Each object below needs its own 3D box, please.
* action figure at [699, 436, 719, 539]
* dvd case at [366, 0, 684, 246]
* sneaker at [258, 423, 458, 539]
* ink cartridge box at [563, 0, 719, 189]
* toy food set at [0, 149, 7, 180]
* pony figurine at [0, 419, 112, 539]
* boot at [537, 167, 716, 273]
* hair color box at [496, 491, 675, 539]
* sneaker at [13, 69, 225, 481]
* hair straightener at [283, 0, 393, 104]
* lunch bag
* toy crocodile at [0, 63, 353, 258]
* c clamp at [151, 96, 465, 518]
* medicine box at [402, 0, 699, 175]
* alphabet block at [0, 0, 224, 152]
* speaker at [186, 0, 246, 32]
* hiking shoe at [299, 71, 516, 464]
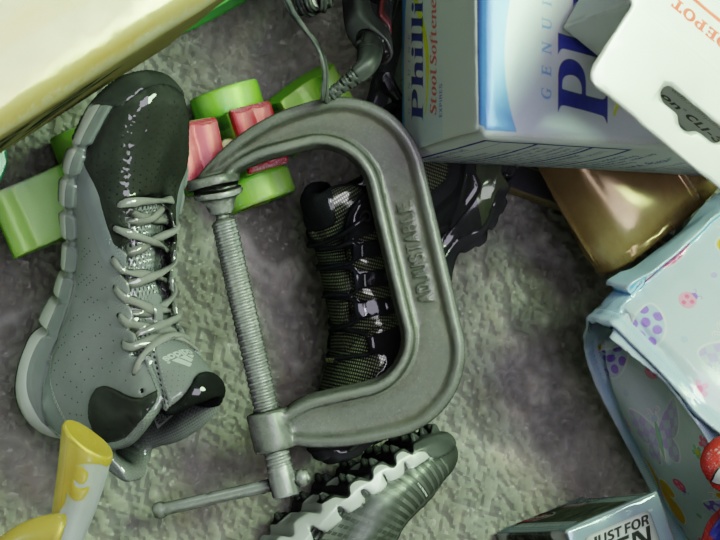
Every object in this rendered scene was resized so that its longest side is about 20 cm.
[{"bbox_3d":[0.202,0.172,1.191,0.099,0.065,0.200,-34,117,-7],"label":"action figure"},{"bbox_3d":[0.107,-0.113,1.327,0.199,0.016,0.149,18,78,-16],"label":"dvd case"},{"bbox_3d":[-0.017,0.164,1.222,0.200,0.066,0.091,-39,99,-16],"label":"sneaker"},{"bbox_3d":[0.180,-0.135,1.139,0.116,0.067,0.200,37,71,-17],"label":"ink cartridge box"},{"bbox_3d":[-0.261,-0.113,1.177,0.197,0.049,0.201,-4,84,-20],"label":"toy food set"},{"bbox_3d":[-0.130,0.200,1.108,0.193,0.167,0.200,37,105,-10],"label":"pony figurine"},{"bbox_3d":[0.139,-0.128,1.303,0.175,0.066,0.200,-37,97,-15],"label":"boot"},{"bbox_3d":[0.147,0.222,1.252,0.060,0.099,0.201,-19,89,-20],"label":"hair color box"},{"bbox_3d":[-0.097,0.012,1.144,0.075,0.115,0.201,-7,122,-43],"label":"sneaker"},{"bbox_3d":[-0.016,-0.163,1.229,0.077,0.041,0.201,24,46,-17],"label":"hair straightener"},{"bbox_3d":[0.226,0.054,1.270,0.169,0.127,0.201,-38,113,-21],"label":"lunch bag"},{"bbox_3d":[-0.095,-0.056,1.222,0.199,0.062,0.068,-18,89,-20],"label":"toy crocodile"},{"bbox_3d":[-0.036,0.017,1.186,0.170,0.027,0.201,-7,91,8],"label":"c clamp"},{"bbox_3d":[0.127,-0.147,1.209,0.199,0.103,0.183,2,86,-24],"label":"medicine box"},{"bbox_3d":[-0.194,-0.149,1.077,0.200,0.196,0.196,-34,93,-21],"label":"alphabet block"},{"bbox_3d":[-0.115,-0.227,1.226,0.088,0.088,0.201,-30,93,-21],"label":"speaker"},{"bbox_3d":[0.000,0.000,1.236,0.100,0.076,0.201,29,75,-21],"label":"hiking shoe"}]
